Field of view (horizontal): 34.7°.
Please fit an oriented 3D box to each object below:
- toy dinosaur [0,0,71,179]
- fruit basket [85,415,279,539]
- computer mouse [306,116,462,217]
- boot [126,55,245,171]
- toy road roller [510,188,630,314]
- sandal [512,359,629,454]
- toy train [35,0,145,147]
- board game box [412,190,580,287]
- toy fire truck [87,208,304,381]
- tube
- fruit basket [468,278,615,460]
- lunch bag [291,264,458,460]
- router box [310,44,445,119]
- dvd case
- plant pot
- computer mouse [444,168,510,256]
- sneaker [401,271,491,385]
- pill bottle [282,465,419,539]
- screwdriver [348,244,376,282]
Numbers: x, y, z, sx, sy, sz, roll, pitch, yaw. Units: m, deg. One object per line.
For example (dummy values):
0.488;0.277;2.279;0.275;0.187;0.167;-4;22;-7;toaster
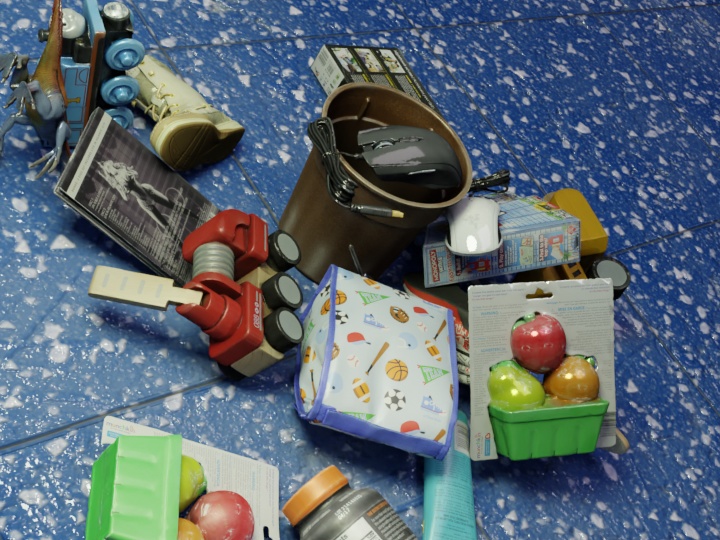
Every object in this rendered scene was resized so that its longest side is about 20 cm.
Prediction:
-0.335;-0.166;1.274;0.105;0.200;0.181;44;0;22;toy dinosaur
-0.164;0.245;1.101;0.200;0.094;0.186;28;40;-32;fruit basket
0.045;-0.115;1.282;0.199;0.046;0.141;9;47;-27;computer mouse
-0.242;-0.199;1.422;0.155;0.072;0.200;41;17;8;boot
0.258;-0.004;1.567;0.146;0.123;0.200;-7;56;-24;toy road roller
0.225;0.180;1.426;0.212;0.078;0.070;39;65;13;sandal
-0.319;-0.229;1.338;0.114;0.200;0.087;-7;56;-24;toy train
0.144;-0.047;1.484;0.199;0.062;0.200;-16;27;-22;board game box
-0.176;0.009;1.255;0.200;0.129;0.176;36;36;-37;toy fire truck
0.099;0.251;1.282;0.077;0.050;0.200;15;50;-17;tube
0.208;0.113;1.330;0.185;0.094;0.201;-4;90;-17;fruit basket
0.016;0.117;1.292;0.170;0.124;0.200;18;35;-16;lunch bag
0.036;-0.244;1.688;0.149;0.051;0.200;-6;56;-39;router box
-0.250;-0.077;1.324;0.200;0.016;0.149;42;37;-27;dvd case
0.003;-0.089;1.416;0.200;0.198;0.201;18;43;-18;plant pot
0.140;-0.078;1.427;0.109;0.044;0.200;-3;27;2;computer mouse
0.109;0.075;1.434;0.067;0.108;0.201;-9;21;-26;sneaker
0.010;0.290;1.140;0.200;0.106;0.106;49;43;14;pill bottle
0.000;0.000;1.357;0.028;0.200;0.029;-13;66;3;screwdriver
